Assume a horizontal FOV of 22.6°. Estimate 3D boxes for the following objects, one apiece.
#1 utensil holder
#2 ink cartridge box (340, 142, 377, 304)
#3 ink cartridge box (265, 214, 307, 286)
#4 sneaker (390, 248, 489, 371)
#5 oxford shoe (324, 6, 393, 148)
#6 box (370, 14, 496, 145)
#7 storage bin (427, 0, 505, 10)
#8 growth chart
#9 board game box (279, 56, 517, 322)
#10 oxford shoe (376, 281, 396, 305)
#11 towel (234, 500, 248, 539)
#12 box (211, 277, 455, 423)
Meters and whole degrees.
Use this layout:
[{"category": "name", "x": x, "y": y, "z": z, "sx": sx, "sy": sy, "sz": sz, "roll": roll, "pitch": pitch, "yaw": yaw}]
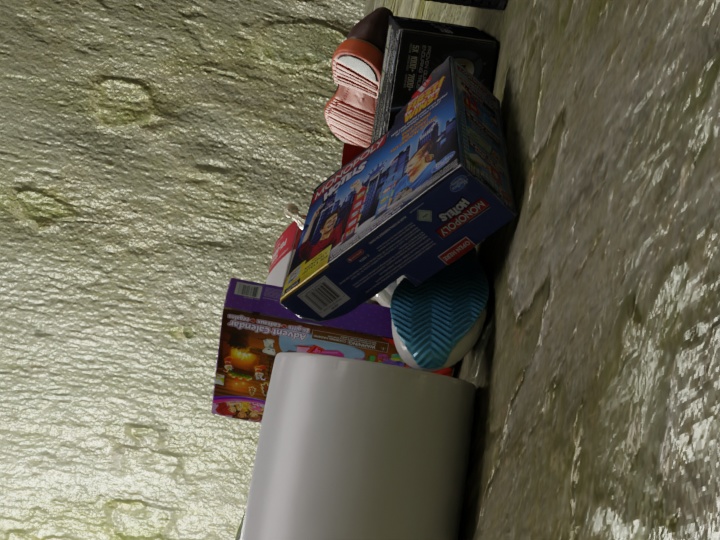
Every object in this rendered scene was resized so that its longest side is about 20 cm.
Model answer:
[{"category": "utensil holder", "x": -0.004, "y": 0.172, "z": 1.359, "sx": 0.170, "sy": 0.170, "sz": 0.200, "roll": 131, "pitch": 149, "yaw": -83}, {"category": "ink cartridge box", "x": 0.021, "y": -0.016, "z": 1.782, "sx": 0.163, "sy": 0.057, "sz": 0.200, "roll": 6, "pitch": -84, "yaw": -67}, {"category": "ink cartridge box", "x": -0.033, "y": 0.065, "z": 1.895, "sx": 0.083, "sy": 0.147, "sz": 0.200, "roll": -42, "pitch": 30, "yaw": 57}, {"category": "sneaker", "x": 0.063, "y": 0.034, "z": 1.407, "sx": 0.200, "sy": 0.076, "sz": 0.081, "roll": -78, "pitch": -12, "yaw": -65}, {"category": "oxford shoe", "x": 0.012, "y": -0.181, "z": 1.764, "sx": 0.073, "sy": 0.071, "sz": 0.200, "roll": -62, "pitch": -6, "yaw": -24}, {"category": "box", "x": 0.057, "y": -0.118, "z": 1.604, "sx": 0.164, "sy": 0.086, "sz": 0.200, "roll": -105, "pitch": 23, "yaw": -79}, {"category": "storage bin", "x": 0.080, "y": -0.302, "z": 1.578, "sx": 0.200, "sy": 0.094, "sz": 0.135, "roll": -111, "pitch": 29, "yaw": -80}, {"category": "growth chart", "x": 0.000, "y": 0.000, "z": 1.593, "sx": 0.018, "sy": 0.145, "sz": 0.200, "roll": -46, "pitch": 22, "yaw": -5}, {"category": "board game box", "x": 0.041, "y": -0.068, "z": 1.400, "sx": 0.200, "sy": 0.062, "sz": 0.200, "roll": -36, "pitch": 23, "yaw": 33}, {"category": "oxford shoe", "x": 0.036, "y": 0.078, "z": 1.674, "sx": 0.075, "sy": 0.070, "sz": 0.200, "roll": 118, "pitch": 159, "yaw": -67}, {"category": "towel", "x": -0.053, "y": 0.210, "z": 1.735, "sx": 0.171, "sy": 0.048, "sz": 0.200, "roll": -27, "pitch": 40, "yaw": 59}, {"category": "box", "x": -0.022, "y": 0.084, "z": 1.535, "sx": 0.039, "sy": 0.200, "sz": 0.137, "roll": -79, "pitch": 0, "yaw": -46}]
